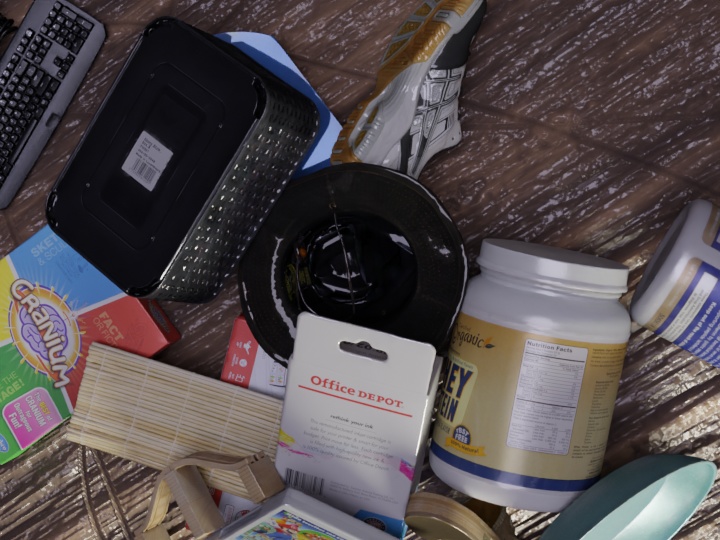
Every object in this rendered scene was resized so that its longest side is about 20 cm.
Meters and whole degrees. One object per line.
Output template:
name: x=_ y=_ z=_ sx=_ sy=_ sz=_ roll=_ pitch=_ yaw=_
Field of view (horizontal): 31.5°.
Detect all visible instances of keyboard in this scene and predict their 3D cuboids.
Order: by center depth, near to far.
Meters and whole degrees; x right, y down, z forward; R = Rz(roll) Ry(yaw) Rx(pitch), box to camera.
keyboard: x=-0.319 y=-0.159 z=1.147 sx=0.104 sy=0.040 sz=0.200 roll=32 pitch=98 yaw=3

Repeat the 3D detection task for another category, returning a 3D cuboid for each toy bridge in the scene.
toy bridge: x=-0.142 y=0.194 z=1.090 sx=0.200 sy=0.027 sz=0.067 roll=-36 pitch=80 yaw=42

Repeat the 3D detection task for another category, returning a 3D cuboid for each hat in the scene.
hat: x=0.000 y=0.000 z=1.077 sx=0.200 sy=0.081 sz=0.201 roll=3 pitch=99 yaw=17

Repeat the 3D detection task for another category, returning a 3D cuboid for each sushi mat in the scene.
sushi mat: x=-0.156 y=0.134 z=1.118 sx=0.200 sy=0.012 sz=0.096 roll=16 pitch=97 yaw=11

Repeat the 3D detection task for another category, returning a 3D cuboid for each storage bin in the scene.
storage bin: x=-0.145 y=-0.086 z=1.035 sx=0.135 sy=0.094 sz=0.200 roll=37 pitch=100 yaw=23

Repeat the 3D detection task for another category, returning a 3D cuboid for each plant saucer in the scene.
plant saucer: x=0.203 y=0.212 z=1.045 sx=0.200 sy=0.200 sz=0.036 roll=-45 pitch=60 yaw=10

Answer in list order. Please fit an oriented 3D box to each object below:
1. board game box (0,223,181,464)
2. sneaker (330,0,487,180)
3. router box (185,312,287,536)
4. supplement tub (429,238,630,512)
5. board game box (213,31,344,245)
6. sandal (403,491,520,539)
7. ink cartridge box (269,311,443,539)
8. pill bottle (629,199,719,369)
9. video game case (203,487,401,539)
board game box: x=-0.288 y=0.058 z=1.163 sx=0.200 sy=0.040 sz=0.153 roll=-36 pitch=90 yaw=10
sneaker: x=0.057 y=-0.147 z=1.086 sx=0.088 sy=0.076 sz=0.200 roll=32 pitch=91 yaw=-25
router box: x=-0.044 y=0.154 z=1.132 sx=0.179 sy=0.049 sz=0.200 roll=15 pitch=97 yaw=7
supplement tub: x=0.141 y=0.082 z=1.050 sx=0.144 sy=0.144 sz=0.200 roll=11 pitch=97 yaw=7
board game box: x=-0.099 y=-0.109 z=1.122 sx=0.158 sy=0.039 sz=0.200 roll=-37 pitch=96 yaw=8
sandal: x=0.103 y=0.213 z=1.071 sx=0.077 sy=0.212 sz=0.070 roll=2 pitch=60 yaw=30
ink cartridge box: x=-0.002 y=0.119 z=1.032 sx=0.115 sy=0.068 sz=0.200 roll=14 pitch=117 yaw=9
pill bottle: x=0.330 y=0.036 z=1.032 sx=0.200 sy=0.116 sz=0.116 roll=30 pitch=99 yaw=5
video game case: x=-0.039 y=0.240 z=1.067 sx=0.143 sy=0.200 sz=0.018 roll=29 pitch=58 yaw=-14
